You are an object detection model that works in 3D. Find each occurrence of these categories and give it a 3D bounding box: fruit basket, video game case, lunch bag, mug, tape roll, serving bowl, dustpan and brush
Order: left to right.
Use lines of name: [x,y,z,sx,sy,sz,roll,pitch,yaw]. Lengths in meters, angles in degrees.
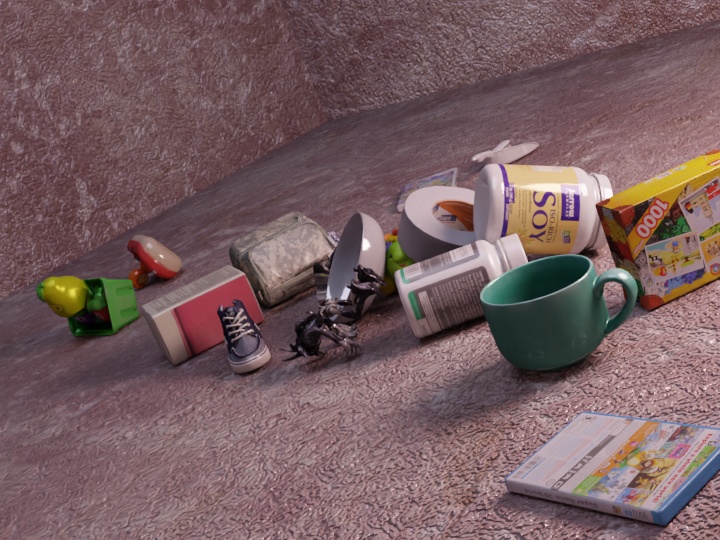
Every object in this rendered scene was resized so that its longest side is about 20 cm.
fruit basket: [-0.649,0.079,2.439,0.215,0.156,0.216,-11,5,1]
lunch bag: [-0.146,-0.016,2.145,0.200,0.139,0.168,-27,32,-18]
serving bowl: [0.000,0.000,1.844,0.066,0.200,0.200,13,9,-14]
video game case: [0.165,-0.197,2.537,0.143,0.018,0.200,-19,15,13]
tape roll: [0.167,-0.069,1.819,0.200,0.066,0.200,8,34,-6]
dustpan and brush: [0.324,-0.279,2.516,0.139,0.057,0.200,-8,20,40]
mug: [0.253,0.063,1.352,0.152,0.115,0.185,-28,17,-25]
video game case: [0.264,0.196,1.069,0.143,0.018,0.200,-31,18,-33]

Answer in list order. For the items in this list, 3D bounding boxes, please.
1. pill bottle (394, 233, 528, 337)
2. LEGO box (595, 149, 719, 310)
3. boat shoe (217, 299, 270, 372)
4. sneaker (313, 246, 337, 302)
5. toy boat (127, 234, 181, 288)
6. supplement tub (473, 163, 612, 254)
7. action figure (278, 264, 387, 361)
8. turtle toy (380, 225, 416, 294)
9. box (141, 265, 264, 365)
pill bottle: [0.162,0.021,1.620,0.200,0.113,0.113,-20,15,6]
LEGO box: [0.443,-0.058,1.437,0.200,0.149,0.077,-25,16,-8]
boat shoe: [-0.216,0.113,1.859,0.075,0.093,0.200,-25,15,-11]
sneaker: [-0.009,-0.015,2.023,0.200,0.088,0.074,-27,16,-21]
toy boat: [-0.559,-0.011,2.752,0.131,0.130,0.200,-57,24,-10]
supplement tub: [0.293,-0.098,1.696,0.200,0.146,0.145,1,14,-5]
action figure: [-0.038,0.090,1.697,0.200,0.102,0.119,-45,19,16]
turtle toy: [0.089,-0.026,1.900,0.146,0.101,0.200,-19,16,11]
box: [-0.309,0.085,2.052,0.200,0.109,0.128,-27,16,-16]
